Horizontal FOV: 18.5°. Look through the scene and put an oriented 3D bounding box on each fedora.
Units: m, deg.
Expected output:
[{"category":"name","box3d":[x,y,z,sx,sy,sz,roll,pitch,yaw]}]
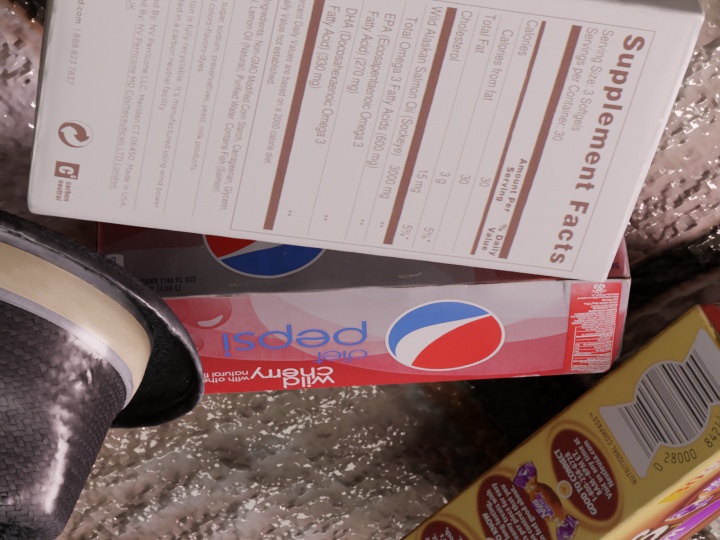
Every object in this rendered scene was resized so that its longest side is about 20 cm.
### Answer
[{"category":"fedora","box3d":[-0.159,0.045,0.769,0.199,0.092,0.201,12,155,6]}]

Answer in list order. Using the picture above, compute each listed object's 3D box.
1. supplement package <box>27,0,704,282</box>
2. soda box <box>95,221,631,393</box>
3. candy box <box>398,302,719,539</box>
[{"category":"supplement package","box3d":[-0.004,-0.086,0.736,0.199,0.117,0.118,6,131,-10]},{"category":"soda box","box3d":[0.000,0.000,0.846,0.199,0.070,0.064,-2,141,-1]},{"category":"candy box","box3d":[0.107,0.087,0.911,0.200,0.057,0.116,-43,158,30]}]
